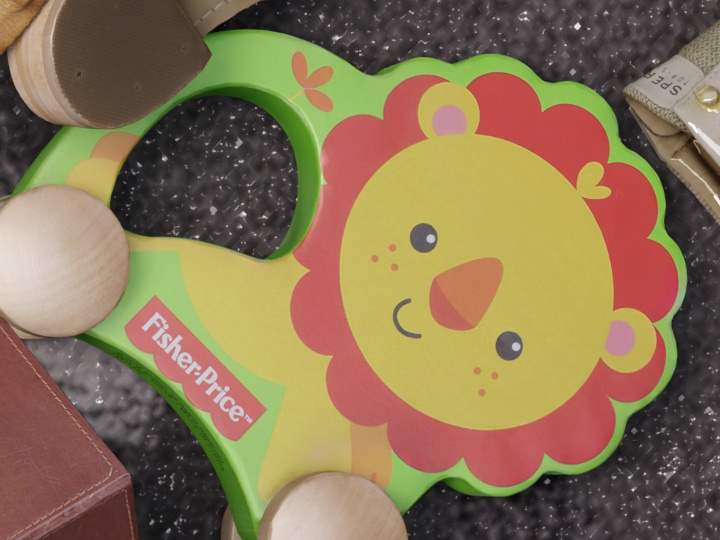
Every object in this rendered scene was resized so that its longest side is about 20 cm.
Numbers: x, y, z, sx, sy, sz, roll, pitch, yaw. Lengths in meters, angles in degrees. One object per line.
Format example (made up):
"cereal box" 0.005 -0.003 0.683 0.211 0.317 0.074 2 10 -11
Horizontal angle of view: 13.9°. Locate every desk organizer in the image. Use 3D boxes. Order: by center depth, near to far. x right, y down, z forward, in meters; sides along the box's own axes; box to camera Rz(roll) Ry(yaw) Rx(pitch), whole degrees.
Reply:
"desk organizer" -0.148 0.030 0.850 0.077 0.072 0.200 -31 59 -20

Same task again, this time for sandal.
"sandal" -0.047 -0.114 0.921 0.212 0.069 0.078 -40 125 -37

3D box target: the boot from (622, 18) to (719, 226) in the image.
"boot" 0.148 -0.104 0.965 0.154 0.072 0.200 -34 99 -6

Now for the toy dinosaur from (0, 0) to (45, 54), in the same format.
"toy dinosaur" -0.103 -0.098 0.830 0.106 0.060 0.200 42 100 -1

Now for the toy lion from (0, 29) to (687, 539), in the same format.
"toy lion" 0.000 0.000 0.947 0.200 0.069 0.192 45 77 -10
